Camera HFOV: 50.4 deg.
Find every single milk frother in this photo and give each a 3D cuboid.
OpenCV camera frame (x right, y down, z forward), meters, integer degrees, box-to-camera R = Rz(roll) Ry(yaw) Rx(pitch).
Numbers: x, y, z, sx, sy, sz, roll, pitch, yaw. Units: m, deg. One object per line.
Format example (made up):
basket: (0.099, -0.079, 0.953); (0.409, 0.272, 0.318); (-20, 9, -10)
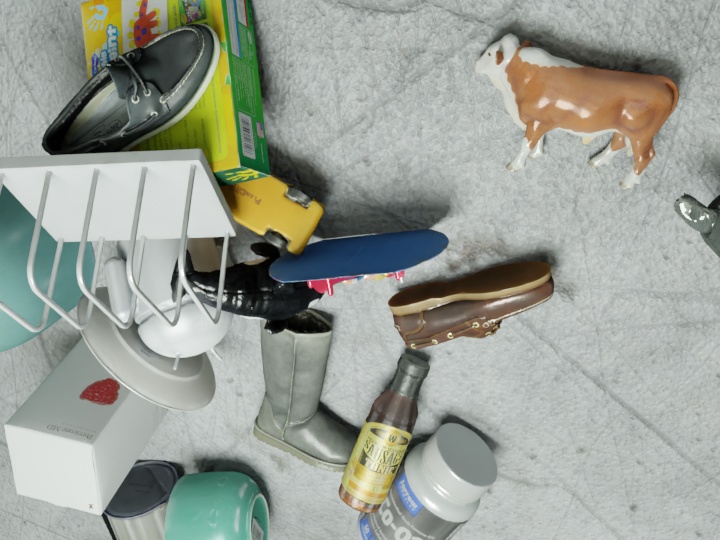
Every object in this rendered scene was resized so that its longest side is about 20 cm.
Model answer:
milk frother: (-0.350, 0.421, 1.136); (0.177, 0.201, 0.191); (0, 119, 19)

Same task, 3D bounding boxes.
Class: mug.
mug: (-0.192, 0.364, 1.105); (0.112, 0.185, 0.155); (-6, 94, 11)

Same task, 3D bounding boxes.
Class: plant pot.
plant pot: (-0.461, 0.010, 0.955); (0.197, 0.162, 0.204); (6, 121, 11)

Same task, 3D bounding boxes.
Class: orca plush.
orca plush: (-0.108, 0.006, 0.856); (0.198, 0.107, 0.071); (21, 153, -36)

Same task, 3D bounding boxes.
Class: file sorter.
file sorter: (-0.233, -0.020, 0.727); (0.196, 0.127, 0.139); (-2, 155, 5)

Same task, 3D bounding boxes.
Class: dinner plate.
dinner plate: (-0.250, 0.086, 0.926); (0.199, 0.201, 0.024); (41, 106, -10)

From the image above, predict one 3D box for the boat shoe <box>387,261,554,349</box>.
boat shoe: (0.129, 0.043, 0.875); (0.197, 0.070, 0.071); (-14, 108, 30)

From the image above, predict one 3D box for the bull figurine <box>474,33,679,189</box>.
bull figurine: (0.202, -0.156, 0.747); (0.196, 0.065, 0.123); (13, 125, 10)

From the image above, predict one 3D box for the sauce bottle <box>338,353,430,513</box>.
sauce bottle: (0.032, 0.204, 0.965); (0.065, 0.066, 0.203); (20, 101, 2)

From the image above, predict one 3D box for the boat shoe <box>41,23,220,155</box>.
boat shoe: (-0.220, -0.165, 0.714); (0.197, 0.066, 0.075); (-30, 76, 16)

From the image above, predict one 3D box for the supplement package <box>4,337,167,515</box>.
supplement package: (-0.350, 0.194, 1.006); (0.119, 0.201, 0.122); (11, 122, 7)

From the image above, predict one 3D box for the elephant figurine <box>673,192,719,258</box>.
elephant figurine: (0.432, -0.065, 0.717); (0.200, 0.154, 0.142); (-45, 58, 20)

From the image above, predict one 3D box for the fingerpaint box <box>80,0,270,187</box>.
fingerpaint box: (-0.188, -0.183, 0.778); (0.164, 0.073, 0.204); (-9, 85, 19)

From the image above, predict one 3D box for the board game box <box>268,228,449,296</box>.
board game box: (0.000, 0.000, 0.828); (0.196, 0.158, 0.040); (-6, 107, 17)

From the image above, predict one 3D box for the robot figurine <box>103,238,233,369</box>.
robot figurine: (-0.214, 0.013, 0.892); (0.112, 0.168, 0.203); (-30, 74, 49)

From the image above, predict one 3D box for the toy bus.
toy bus: (-0.137, -0.093, 0.854); (0.198, 0.078, 0.066); (30, 95, -3)

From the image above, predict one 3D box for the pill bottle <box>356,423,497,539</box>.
pill bottle: (0.086, 0.299, 1.003); (0.113, 0.114, 0.201); (30, 122, -4)

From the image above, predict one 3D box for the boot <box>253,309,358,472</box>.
boot: (-0.057, 0.152, 0.993); (0.179, 0.073, 0.203); (16, 115, 3)
